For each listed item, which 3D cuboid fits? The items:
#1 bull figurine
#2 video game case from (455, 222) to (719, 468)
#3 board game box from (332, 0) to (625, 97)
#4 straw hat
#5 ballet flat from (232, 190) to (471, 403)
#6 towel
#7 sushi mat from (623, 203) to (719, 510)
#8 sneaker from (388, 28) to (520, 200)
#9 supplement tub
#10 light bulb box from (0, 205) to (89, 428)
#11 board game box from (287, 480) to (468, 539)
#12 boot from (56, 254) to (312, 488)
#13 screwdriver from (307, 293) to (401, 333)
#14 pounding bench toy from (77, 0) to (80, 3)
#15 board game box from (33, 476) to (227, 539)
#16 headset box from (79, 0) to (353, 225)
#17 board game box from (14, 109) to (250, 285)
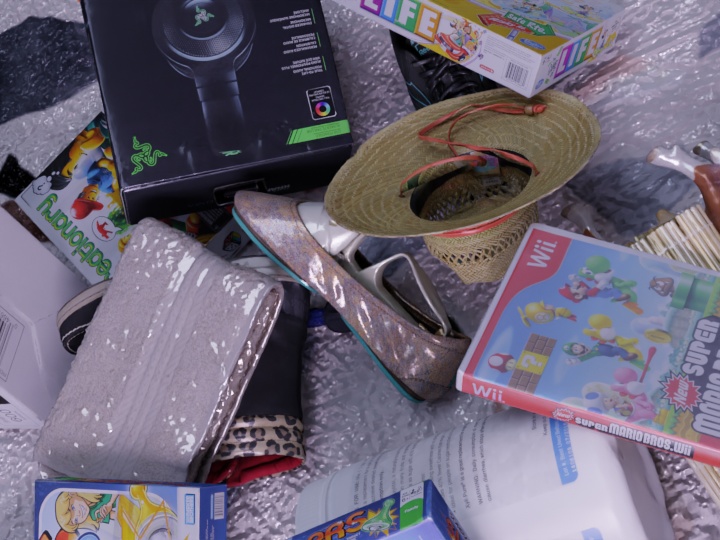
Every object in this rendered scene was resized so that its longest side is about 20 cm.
[{"bbox_3d":[0.186,0.000,1.098,0.200,0.065,0.122,-31,68,4],"label":"bull figurine"},{"bbox_3d":[0.172,0.045,0.989,0.199,0.017,0.143,15,44,15],"label":"video game case"},{"bbox_3d":[0.072,-0.197,1.230,0.200,0.034,0.134,29,35,21],"label":"board game box"},{"bbox_3d":[0.079,-0.040,1.141,0.200,0.085,0.201,-14,28,8],"label":"straw hat"},{"bbox_3d":[0.000,0.000,1.167,0.200,0.068,0.067,45,110,7],"label":"ballet flat"},{"bbox_3d":[-0.141,0.074,1.161,0.132,0.034,0.201,26,95,31],"label":"towel"},{"bbox_3d":[0.217,0.061,1.032,0.095,0.012,0.200,-33,71,3],"label":"sushi mat"},{"bbox_3d":[0.062,-0.130,1.251,0.075,0.079,0.200,-32,51,8],"label":"sneaker"},{"bbox_3d":[0.076,0.156,1.024,0.199,0.132,0.132,-20,52,17],"label":"supplement tub"},{"bbox_3d":[-0.347,0.024,1.307,0.199,0.198,0.125,-3,57,29],"label":"light bulb box"},{"bbox_3d":[0.027,0.223,0.958,0.135,0.200,0.035,-24,25,15],"label":"board game box"},{"bbox_3d":[-0.124,0.077,1.212,0.199,0.073,0.151,-10,67,14],"label":"boot"},{"bbox_3d":[-0.057,0.040,1.245,0.199,0.028,0.029,-11,27,25],"label":"screwdriver"},{"bbox_3d":[-0.173,-0.268,1.444,0.156,0.124,0.200,-47,49,-4],"label":"pounding bench toy"},{"bbox_3d":[-0.151,0.237,1.111,0.135,0.034,0.201,-2,86,29],"label":"board game box"},{"bbox_3d":[-0.109,-0.141,1.271,0.173,0.093,0.201,-11,76,-7],"label":"headset box"},{"bbox_3d":[-0.180,-0.046,1.363,0.126,0.035,0.200,-47,50,-3],"label":"board game box"}]
